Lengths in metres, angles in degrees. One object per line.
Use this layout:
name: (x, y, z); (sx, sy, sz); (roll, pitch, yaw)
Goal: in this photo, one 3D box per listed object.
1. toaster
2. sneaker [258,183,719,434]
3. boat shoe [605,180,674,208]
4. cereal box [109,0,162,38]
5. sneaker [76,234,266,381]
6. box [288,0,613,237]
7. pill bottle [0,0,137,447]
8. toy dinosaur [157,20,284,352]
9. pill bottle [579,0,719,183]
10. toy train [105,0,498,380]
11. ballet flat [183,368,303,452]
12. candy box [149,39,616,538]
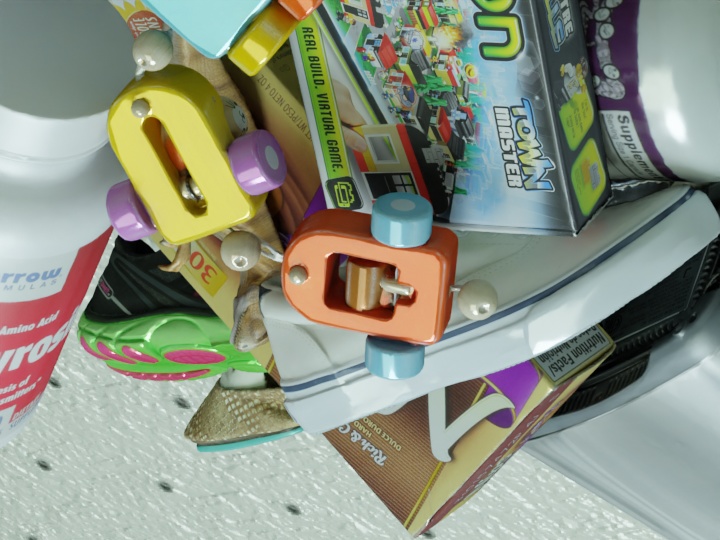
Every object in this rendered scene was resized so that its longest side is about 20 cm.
toaster: (0.162, 0.041, 1.265); (0.129, 0.114, 0.200); (36, 143, -19)
sneaker: (0.042, 0.001, 1.136); (0.199, 0.073, 0.071); (-24, 97, 26)
boat shoe: (0.062, -0.037, 1.273); (0.200, 0.074, 0.061); (-5, 95, 59)
cereal box: (-0.117, -0.090, 1.346); (0.199, 0.040, 0.144); (3, 138, 33)
sneaker: (-0.047, 0.006, 1.384); (0.199, 0.084, 0.077); (-1, 161, 27)
box: (0.022, -0.111, 1.067); (0.110, 0.035, 0.201); (4, 120, 31)
pill bottle: (-0.155, -0.023, 1.162); (0.112, 0.112, 0.200); (27, 134, 0)
toy dinosaur: (-0.069, -0.066, 1.202); (0.106, 0.060, 0.201); (0, 119, 24)
pill bottle: (0.101, -0.090, 1.129); (0.199, 0.113, 0.112); (2, 139, 32)
toy train: (-0.018, -0.063, 1.069); (0.149, 0.056, 0.201); (6, 119, 14)
ballet flat: (-0.017, 0.048, 1.453); (0.199, 0.070, 0.066); (-11, 104, 40)
candy box: (0.000, 0.000, 1.242); (0.200, 0.056, 0.117); (50, 130, 10)
